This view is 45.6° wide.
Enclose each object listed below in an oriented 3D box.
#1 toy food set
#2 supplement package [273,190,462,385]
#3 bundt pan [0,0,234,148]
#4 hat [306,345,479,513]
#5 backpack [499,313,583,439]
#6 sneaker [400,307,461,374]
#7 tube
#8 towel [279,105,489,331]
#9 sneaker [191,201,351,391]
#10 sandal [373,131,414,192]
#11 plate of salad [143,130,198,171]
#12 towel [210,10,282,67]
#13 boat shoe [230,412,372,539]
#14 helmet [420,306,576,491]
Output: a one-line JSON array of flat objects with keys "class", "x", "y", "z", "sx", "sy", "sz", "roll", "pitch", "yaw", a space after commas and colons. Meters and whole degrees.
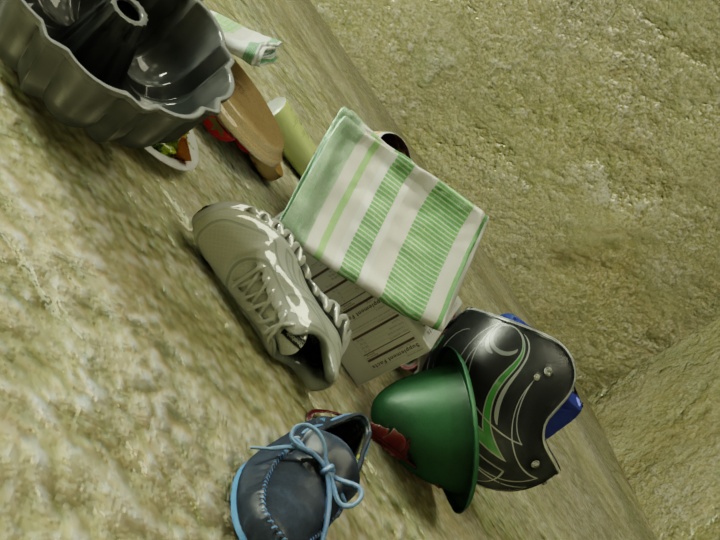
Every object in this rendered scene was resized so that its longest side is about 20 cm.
[{"class": "toy food set", "x": -0.159, "y": -0.202, "z": 1.019, "sx": 0.200, "sy": 0.048, "sz": 0.200, "roll": 59, "pitch": 13, "yaw": 9}, {"class": "supplement package", "x": 0.000, "y": 0.000, "z": 0.924, "sx": 0.201, "sy": 0.109, "sz": 0.114, "roll": 56, "pitch": 35, "yaw": -7}, {"class": "bundt pan", "x": -0.197, "y": -0.177, "z": 0.665, "sx": 0.201, "sy": 0.076, "sz": 0.204, "roll": 33, "pitch": 37, "yaw": -28}, {"class": "hat", "x": 0.018, "y": 0.161, "z": 0.881, "sx": 0.167, "sy": 0.173, "sz": 0.203, "roll": -108, "pitch": -162, "yaw": -54}, {"class": "backpack", "x": 0.247, "y": 0.167, "z": 1.409, "sx": 0.168, "sy": 0.162, "sz": 0.201, "roll": 43, "pitch": 19, "yaw": -34}, {"class": "sneaker", "x": 0.079, "y": 0.106, "z": 1.152, "sx": 0.075, "sy": 0.105, "sz": 0.201, "roll": 34, "pitch": -27, "yaw": 22}, {"class": "tube", "x": -0.075, "y": -0.157, "z": 1.240, "sx": 0.201, "sy": 0.051, "sz": 0.058, "roll": 55, "pitch": 52, "yaw": -32}, {"class": "towel", "x": 0.030, "y": -0.049, "z": 0.855, "sx": 0.199, "sy": 0.154, "sz": 0.023, "roll": 34, "pitch": -24, "yaw": -18}, {"class": "sneaker", "x": -0.074, "y": 0.024, "z": 0.753, "sx": 0.201, "sy": 0.075, "sz": 0.082, "roll": 50, "pitch": 23, "yaw": -26}, {"class": "sandal", "x": 0.037, "y": -0.119, "z": 0.987, "sx": 0.080, "sy": 0.059, "sz": 0.207, "roll": 59, "pitch": -7, "yaw": -27}, {"class": "plate of salad", "x": -0.207, "y": -0.181, "z": 0.788, "sx": 0.201, "sy": 0.048, "sz": 0.201, "roll": 53, "pitch": 14, "yaw": -19}, {"class": "towel", "x": -0.189, "y": -0.298, "z": 0.992, "sx": 0.198, "sy": 0.031, "sz": 0.149, "roll": 29, "pitch": 15, "yaw": -5}, {"class": "boat shoe", "x": -0.036, "y": 0.138, "z": 0.608, "sx": 0.085, "sy": 0.068, "sz": 0.200, "roll": 55, "pitch": 13, "yaw": -7}, {"class": "helmet", "x": 0.164, "y": 0.163, "z": 1.040, "sx": 0.198, "sy": 0.193, "sz": 0.200, "roll": 24, "pitch": -5, "yaw": 2}]
